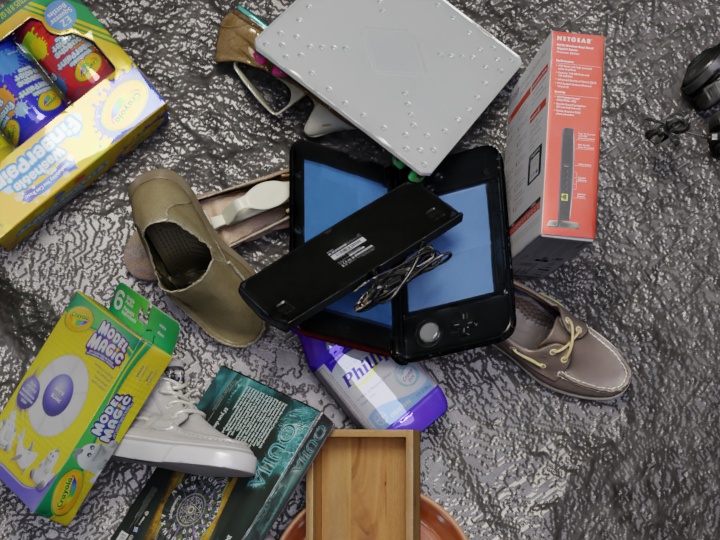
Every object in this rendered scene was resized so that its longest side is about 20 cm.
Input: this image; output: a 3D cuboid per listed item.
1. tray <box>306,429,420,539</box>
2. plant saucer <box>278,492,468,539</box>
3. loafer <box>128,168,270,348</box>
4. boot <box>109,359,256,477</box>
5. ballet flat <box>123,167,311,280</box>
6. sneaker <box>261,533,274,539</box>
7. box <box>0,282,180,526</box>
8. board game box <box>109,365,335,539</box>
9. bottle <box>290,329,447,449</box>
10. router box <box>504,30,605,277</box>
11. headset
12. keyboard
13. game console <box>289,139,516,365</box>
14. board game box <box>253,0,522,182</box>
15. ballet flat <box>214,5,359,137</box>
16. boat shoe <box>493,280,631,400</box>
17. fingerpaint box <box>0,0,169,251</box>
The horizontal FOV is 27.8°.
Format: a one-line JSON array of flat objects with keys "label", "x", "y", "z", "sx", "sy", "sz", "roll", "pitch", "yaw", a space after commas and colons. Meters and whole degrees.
[{"label": "tray", "x": 0.003, "y": 0.242, "z": 1.282, "sx": 0.098, "sy": 0.037, "sz": 0.202, "roll": -2, "pitch": 85, "yaw": 15}, {"label": "plant saucer", "x": 0.011, "y": 0.295, "z": 1.328, "sx": 0.198, "sy": 0.032, "sz": 0.202, "roll": 1, "pitch": 82, "yaw": -6}, {"label": "loafer", "x": -0.147, "y": 0.003, "z": 1.295, "sx": 0.076, "sy": 0.068, "sz": 0.200, "roll": -24, "pitch": 123, "yaw": 19}, {"label": "boot", "x": -0.169, "y": 0.124, "z": 1.276, "sx": 0.199, "sy": 0.073, "sz": 0.096, "roll": 4, "pitch": 75, "yaw": 32}, {"label": "ballet flat", "x": -0.128, "y": -0.050, "z": 1.347, "sx": 0.199, "sy": 0.067, "sz": 0.069, "roll": -25, "pitch": 84, "yaw": -9}, {"label": "sneaker", "x": -0.146, "y": 0.315, "z": 1.271, "sx": 0.111, "sy": 0.078, "sz": 0.202, "roll": 17, "pitch": 87, "yaw": 9}, {"label": "box", "x": -0.245, "y": 0.108, "z": 1.276, "sx": 0.117, "sy": 0.048, "sz": 0.201, "roll": 28, "pitch": 84, "yaw": 44}, {"label": "board game box", "x": -0.125, "y": 0.192, "z": 1.282, "sx": 0.135, "sy": 0.028, "sz": 0.201, "roll": 20, "pitch": 71, "yaw": 39}, {"label": "bottle", "x": -0.008, "y": 0.073, "z": 1.341, "sx": 0.083, "sy": 0.065, "sz": 0.200, "roll": -38, "pitch": 87, "yaw": -16}, {"label": "router box", "x": 0.171, "y": -0.099, "z": 1.318, "sx": 0.048, "sy": 0.200, "sz": 0.181, "roll": 5, "pitch": 81, "yaw": -4}, {"label": "headset", "x": 0.362, "y": -0.164, "z": 1.403, "sx": 0.199, "sy": 0.094, "sz": 0.124, "roll": -22, "pitch": 84, "yaw": -20}, {"label": "keyboard", "x": 0.000, "y": 0.000, "z": 1.261, "sx": 0.199, "sy": 0.040, "sz": 0.104, "roll": -32, "pitch": 46, "yaw": -19}, {"label": "game console", "x": 0.037, "y": -0.031, "z": 1.302, "sx": 0.171, "sy": 0.119, "sz": 0.202, "roll": -14, "pitch": 60, "yaw": 23}, {"label": "board game box", "x": 0.027, "y": -0.197, "z": 1.359, "sx": 0.199, "sy": 0.026, "sz": 0.200, "roll": 38, "pitch": 52, "yaw": 3}, {"label": "ballet flat", "x": -0.054, "y": -0.173, "z": 1.380, "sx": 0.199, "sy": 0.068, "sz": 0.073, "roll": 31, "pitch": 99, "yaw": -1}, {"label": "boat shoe", "x": 0.171, "y": 0.060, "z": 1.365, "sx": 0.199, "sy": 0.060, "sz": 0.072, "roll": 32, "pitch": 79, "yaw": -1}, {"label": "fingerpaint box", "x": -0.304, "y": -0.147, "z": 1.339, "sx": 0.200, "sy": 0.073, "sz": 0.167, "roll": -40, "pitch": 87, "yaw": -10}]
